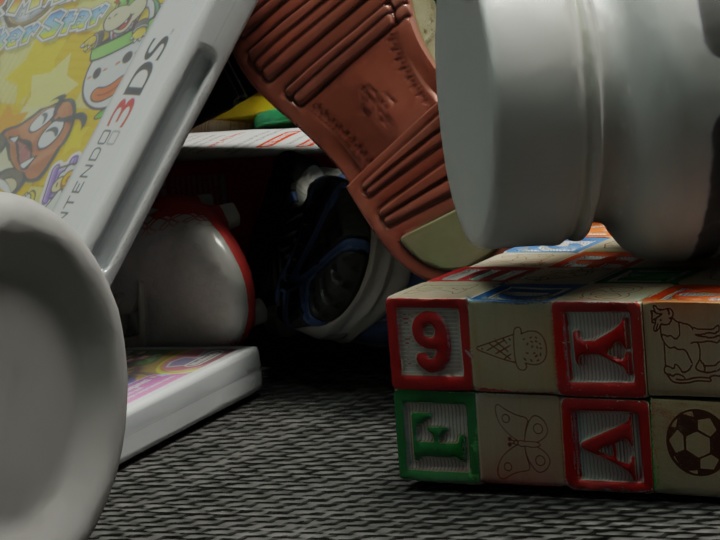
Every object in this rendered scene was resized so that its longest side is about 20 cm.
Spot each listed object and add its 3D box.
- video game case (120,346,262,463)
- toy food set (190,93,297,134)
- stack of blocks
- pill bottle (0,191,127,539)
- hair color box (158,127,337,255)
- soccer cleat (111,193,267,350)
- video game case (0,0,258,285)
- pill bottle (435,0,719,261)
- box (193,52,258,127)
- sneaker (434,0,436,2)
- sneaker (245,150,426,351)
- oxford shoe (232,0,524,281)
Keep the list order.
[{"bbox_3d":[-0.153,0.049,1.051,0.199,0.018,0.143,-1,11,24],"label":"video game case"},{"bbox_3d":[-0.039,-0.076,1.457,0.199,0.049,0.197,-5,-10,39],"label":"toy food set"},{"bbox_3d":[0.105,0.019,0.970,0.115,0.059,0.200,0,11,27],"label":"stack of blocks"},{"bbox_3d":[-0.176,0.034,0.860,0.199,0.115,0.114,1,11,33],"label":"pill bottle"},{"bbox_3d":[-0.046,-0.028,1.325,0.199,0.062,0.101,-3,10,18],"label":"hair color box"},{"bbox_3d":[-0.108,0.010,1.136,0.085,0.069,0.200,-21,13,-30],"label":"soccer cleat"},{"bbox_3d":[-0.134,-0.046,1.091,0.023,0.183,0.199,38,-20,-35],"label":"video game case"},{"bbox_3d":[0.129,-0.062,0.921,0.199,0.114,0.113,-5,9,-8],"label":"pill bottle"},{"bbox_3d":[-0.080,-0.080,1.203,0.199,0.048,0.193,-23,6,34],"label":"box"},{"bbox_3d":[0.067,-0.098,1.096,0.083,0.201,0.121,-18,-18,-8],"label":"sneaker"},{"bbox_3d":[0.000,0.000,1.156,0.077,0.076,0.200,15,5,-15],"label":"sneaker"},{"bbox_3d":[0.008,-0.067,1.070,0.071,0.201,0.074,-34,-26,13],"label":"oxford shoe"}]
